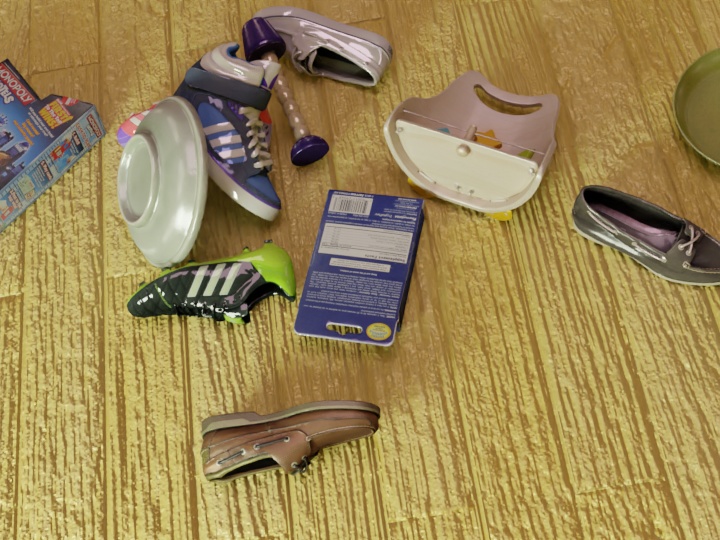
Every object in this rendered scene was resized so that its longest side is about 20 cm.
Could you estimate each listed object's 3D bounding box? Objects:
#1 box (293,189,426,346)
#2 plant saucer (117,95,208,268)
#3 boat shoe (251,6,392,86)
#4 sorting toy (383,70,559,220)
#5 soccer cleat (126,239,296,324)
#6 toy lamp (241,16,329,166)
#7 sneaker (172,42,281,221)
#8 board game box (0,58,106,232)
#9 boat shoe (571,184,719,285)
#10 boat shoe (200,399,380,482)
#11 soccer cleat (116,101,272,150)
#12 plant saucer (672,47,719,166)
[{"bbox_3d":[0.000,0.000,1.391,0.119,0.033,0.202,7,58,12],"label":"box"},{"bbox_3d":[-0.241,-0.104,1.392,0.050,0.201,0.202,2,50,-34],"label":"plant saucer"},{"bbox_3d":[-0.059,-0.288,1.553,0.198,0.074,0.066,13,56,16],"label":"boat shoe"},{"bbox_3d":[0.155,-0.169,1.445,0.198,0.107,0.181,20,55,18],"label":"sorting toy"},{"bbox_3d":[-0.170,0.028,1.379,0.198,0.068,0.082,-17,70,-4],"label":"soccer cleat"},{"bbox_3d":[-0.100,-0.229,1.509,0.058,0.058,0.202,-20,72,-6],"label":"toy lamp"},{"bbox_3d":[-0.131,-0.177,1.435,0.146,0.081,0.200,-45,84,11],"label":"sneaker"},{"bbox_3d":[-0.441,-0.172,1.534,0.199,0.062,0.200,-34,60,-15],"label":"board game box"},{"bbox_3d":[0.333,-0.041,1.361,0.198,0.057,0.067,23,63,20],"label":"boat shoe"},{"bbox_3d":[-0.073,0.186,1.269,0.197,0.072,0.069,-11,61,12],"label":"boat shoe"},{"bbox_3d":[-0.209,-0.171,1.506,0.197,0.067,0.077,-9,62,-2],"label":"soccer cleat"},{"bbox_3d":[0.478,-0.190,1.452,0.197,0.031,0.202,-3,58,4],"label":"plant saucer"}]
